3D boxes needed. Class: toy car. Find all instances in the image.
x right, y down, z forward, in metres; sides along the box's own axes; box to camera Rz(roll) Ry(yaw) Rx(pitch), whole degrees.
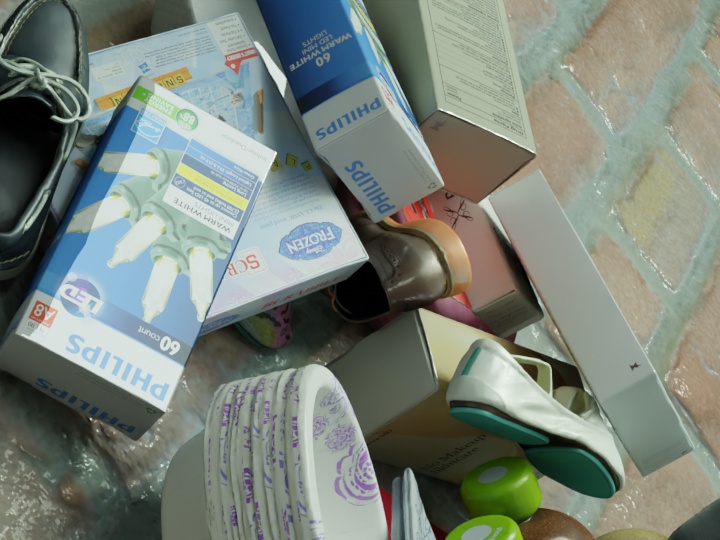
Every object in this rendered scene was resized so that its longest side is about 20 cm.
[{"bbox_3d":[0.180,0.214,1.321,0.158,0.199,0.165,-64,136,-63],"label":"toy car"}]

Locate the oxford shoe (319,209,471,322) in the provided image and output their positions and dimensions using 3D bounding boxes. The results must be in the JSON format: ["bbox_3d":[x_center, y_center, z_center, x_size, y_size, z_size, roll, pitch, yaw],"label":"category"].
[{"bbox_3d":[0.000,0.000,1.379,0.073,0.200,0.071,-26,97,-24],"label":"oxford shoe"}]

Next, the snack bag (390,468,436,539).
[{"bbox_3d":[0.049,0.254,1.217,0.200,0.021,0.189,-84,159,-61],"label":"snack bag"}]

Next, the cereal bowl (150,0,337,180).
[{"bbox_3d":[-0.085,-0.144,1.460,0.200,0.083,0.200,37,34,-30],"label":"cereal bowl"}]

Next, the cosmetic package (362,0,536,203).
[{"bbox_3d":[0.061,-0.161,1.469,0.103,0.073,0.200,22,45,-33],"label":"cosmetic package"}]

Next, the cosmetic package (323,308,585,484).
[{"bbox_3d":[0.075,0.101,1.432,0.200,0.105,0.071,19,46,-45],"label":"cosmetic package"}]

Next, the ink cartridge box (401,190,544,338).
[{"bbox_3d":[0.066,-0.060,1.488,0.200,0.045,0.176,68,13,21],"label":"ink cartridge box"}]

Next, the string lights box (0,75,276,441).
[{"bbox_3d":[-0.137,-0.009,1.186,0.103,0.059,0.200,29,57,-13],"label":"string lights box"}]

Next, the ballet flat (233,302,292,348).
[{"bbox_3d":[-0.095,-0.040,1.354,0.200,0.071,0.069,57,29,1],"label":"ballet flat"}]

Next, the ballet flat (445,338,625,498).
[{"bbox_3d":[0.133,0.102,1.366,0.200,0.069,0.070,34,36,-44],"label":"ballet flat"}]

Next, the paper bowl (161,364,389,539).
[{"bbox_3d":[-0.050,0.162,1.142,0.201,0.104,0.201,-12,90,-79],"label":"paper bowl"}]

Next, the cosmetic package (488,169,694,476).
[{"bbox_3d":[0.176,0.041,1.471,0.200,0.052,0.151,64,4,34],"label":"cosmetic package"}]

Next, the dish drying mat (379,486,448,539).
[{"bbox_3d":[0.036,0.204,1.357,0.200,0.018,0.077,38,36,-31],"label":"dish drying mat"}]

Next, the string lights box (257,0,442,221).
[{"bbox_3d":[-0.016,-0.143,1.354,0.103,0.059,0.200,49,15,-54],"label":"string lights box"}]

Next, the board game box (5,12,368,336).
[{"bbox_3d":[-0.124,-0.057,1.277,0.200,0.041,0.200,-20,76,-33],"label":"board game box"}]

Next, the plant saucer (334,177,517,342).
[{"bbox_3d":[0.044,-0.005,1.544,0.200,0.051,0.201,37,34,-30],"label":"plant saucer"}]

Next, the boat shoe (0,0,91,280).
[{"bbox_3d":[-0.208,-0.093,1.190,0.075,0.062,0.200,20,62,-10],"label":"boat shoe"}]
